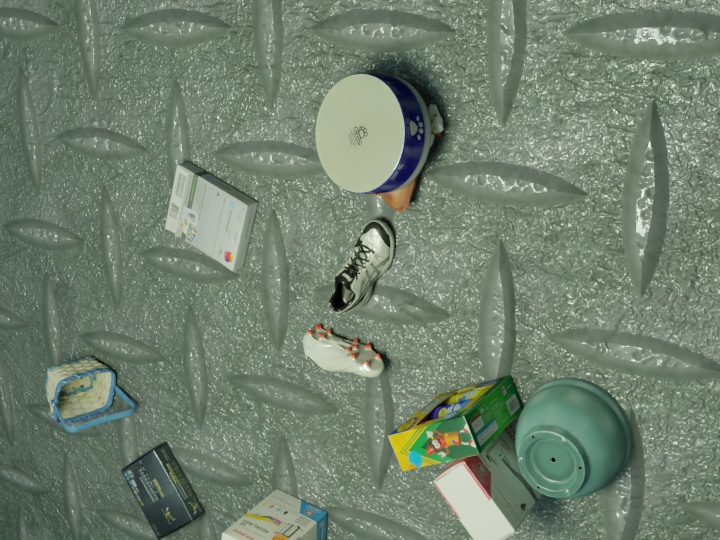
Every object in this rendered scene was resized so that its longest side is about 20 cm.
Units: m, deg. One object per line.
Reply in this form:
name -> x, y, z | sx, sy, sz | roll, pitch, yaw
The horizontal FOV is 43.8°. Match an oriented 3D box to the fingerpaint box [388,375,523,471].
fingerpaint box -> 0.171, 0.267, 1.585 | 0.165, 0.199, 0.074 | -22, 92, 36

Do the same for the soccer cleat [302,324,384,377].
soccer cleat -> -0.033, 0.174, 1.778 | 0.198, 0.069, 0.079 | 22, 122, 34

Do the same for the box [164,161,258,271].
box -> -0.316, -0.115, 1.885 | 0.199, 0.041, 0.158 | 30, 120, 24

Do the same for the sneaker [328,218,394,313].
sneaker -> 0.000, 0.000, 1.684 | 0.075, 0.087, 0.202 | 33, 119, 23

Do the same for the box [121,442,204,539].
box -> -0.487, 0.542, 2.202 | 0.157, 0.051, 0.202 | -33, 85, 35

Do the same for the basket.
basket -> -0.662, 0.307, 2.173 | 0.199, 0.175, 0.141 | 34, 123, 42

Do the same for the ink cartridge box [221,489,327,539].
ink cartridge box -> -0.186, 0.601, 1.928 | 0.146, 0.199, 0.147 | 17, 114, 27

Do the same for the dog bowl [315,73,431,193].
dog bowl -> 0.019, -0.232, 1.531 | 0.198, 0.078, 0.204 | 6, 100, 38

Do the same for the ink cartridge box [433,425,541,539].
ink cartridge box -> 0.234, 0.372, 1.577 | 0.083, 0.199, 0.147 | -42, 81, 31

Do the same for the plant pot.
plant pot -> 0.344, 0.301, 1.522 | 0.198, 0.134, 0.204 | 11, 111, 31

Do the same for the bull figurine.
bull figurine -> 0.072, -0.207, 1.584 | 0.121, 0.065, 0.202 | 32, 114, 29
